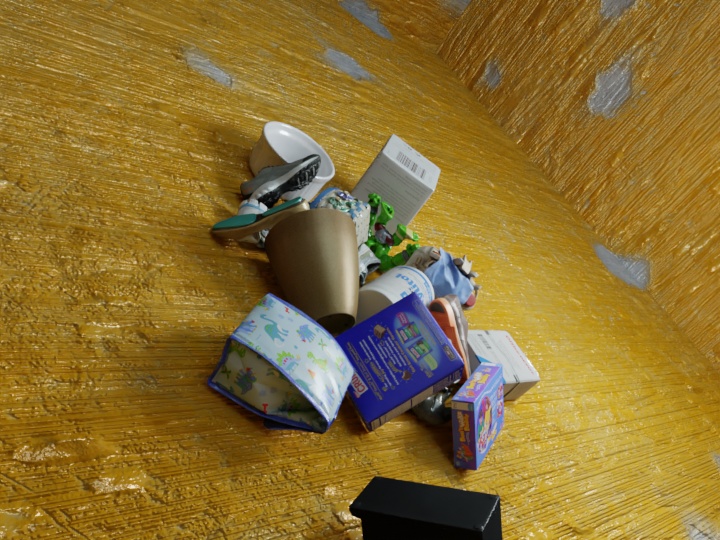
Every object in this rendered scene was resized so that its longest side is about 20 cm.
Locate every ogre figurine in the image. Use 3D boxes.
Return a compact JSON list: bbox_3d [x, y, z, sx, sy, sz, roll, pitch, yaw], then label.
[{"bbox_3d":[0.055,-0.078,1.657,0.200,0.120,0.098,45,24,7],"label":"ogre figurine"}]

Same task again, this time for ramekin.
[{"bbox_3d":[-0.168,-0.253,1.659,0.199,0.098,0.201,30,30,-19],"label":"ramekin"}]

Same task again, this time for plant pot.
[{"bbox_3d":[-0.077,0.018,1.319,0.185,0.186,0.202,14,49,-39],"label":"plant pot"}]

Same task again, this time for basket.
[{"bbox_3d":[-0.085,-0.111,1.532,0.197,0.141,0.176,8,23,15],"label":"basket"}]

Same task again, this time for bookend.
[{"bbox_3d":[0.099,0.419,0.991,0.092,0.196,0.203,-27,113,-60],"label":"bookend"}]

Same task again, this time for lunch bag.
[{"bbox_3d":[-0.113,0.156,1.102,0.198,0.128,0.170,29,28,1],"label":"lunch bag"}]

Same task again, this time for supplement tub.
[{"bbox_3d":[0.063,0.074,1.433,0.132,0.132,0.200,44,27,8],"label":"supplement tub"}]

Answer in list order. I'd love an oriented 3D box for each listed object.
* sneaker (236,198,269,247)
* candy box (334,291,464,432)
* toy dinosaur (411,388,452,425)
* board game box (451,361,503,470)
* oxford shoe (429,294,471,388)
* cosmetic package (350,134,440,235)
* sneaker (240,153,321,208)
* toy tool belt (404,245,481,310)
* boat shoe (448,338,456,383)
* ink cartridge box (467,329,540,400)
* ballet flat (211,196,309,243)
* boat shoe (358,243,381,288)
[{"bbox_3d":[-0.171,-0.065,1.421,0.198,0.075,0.087,24,37,-5],"label":"sneaker"},{"bbox_3d":[0.057,0.161,1.235,0.170,0.198,0.077,57,-12,27],"label":"candy box"},{"bbox_3d":[0.126,0.251,1.334,0.200,0.077,0.103,46,44,-25],"label":"toy dinosaur"},{"bbox_3d":[0.231,0.277,1.348,0.044,0.136,0.200,2,14,26],"label":"board game box"},{"bbox_3d":[0.207,0.148,1.464,0.072,0.071,0.203,-20,100,-39],"label":"oxford shoe"},{"bbox_3d":[0.079,-0.206,1.785,0.164,0.200,0.165,36,28,-6],"label":"cosmetic package"},{"bbox_3d":[-0.173,-0.206,1.515,0.199,0.074,0.080,-32,67,-17],"label":"sneaker"},{"bbox_3d":[0.201,0.024,1.542,0.199,0.126,0.123,38,-17,-16],"label":"toy tool belt"},{"bbox_3d":[0.149,0.173,1.372,0.202,0.085,0.075,52,56,-43],"label":"boat shoe"},{"bbox_3d":[0.291,0.214,1.558,0.199,0.084,0.147,8,42,-47],"label":"ink cartridge box"},{"bbox_3d":[-0.190,-0.085,1.345,0.069,0.198,0.064,-84,157,-67],"label":"ballet flat"},{"bbox_3d":[-0.001,0.001,1.526,0.064,0.075,0.202,34,21,-1],"label":"boat shoe"}]
